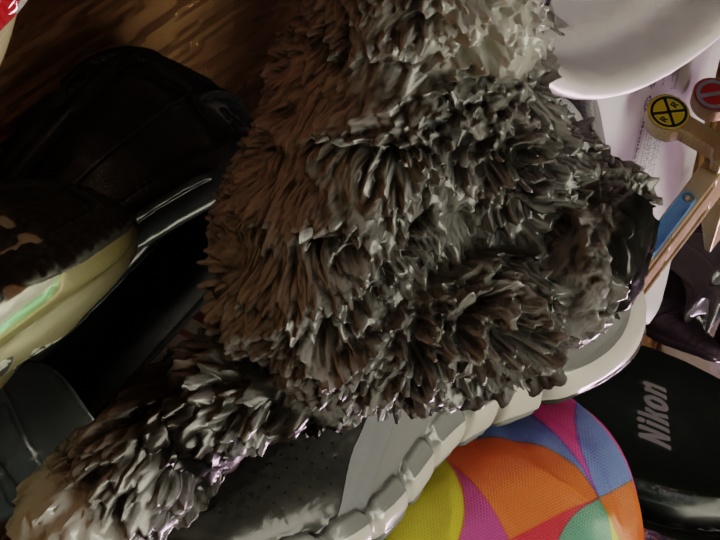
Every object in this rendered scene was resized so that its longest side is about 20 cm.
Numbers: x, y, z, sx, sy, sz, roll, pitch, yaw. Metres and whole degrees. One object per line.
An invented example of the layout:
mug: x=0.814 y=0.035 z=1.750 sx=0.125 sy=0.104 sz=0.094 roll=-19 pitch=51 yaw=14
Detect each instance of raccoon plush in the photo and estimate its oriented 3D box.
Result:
raccoon plush: x=-0.016 y=-0.021 z=0.645 sx=0.200 sy=0.097 sz=0.134 roll=-44 pitch=131 yaw=-14

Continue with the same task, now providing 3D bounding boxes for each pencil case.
pencil case: x=-0.007 y=0.099 z=0.798 sx=0.200 sy=0.088 sz=0.088 roll=-21 pitch=138 yaw=-31

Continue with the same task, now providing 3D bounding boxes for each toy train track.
toy train track: x=0.095 y=-0.023 z=0.934 sx=0.200 sy=0.033 sz=0.115 roll=-51 pitch=163 yaw=-28

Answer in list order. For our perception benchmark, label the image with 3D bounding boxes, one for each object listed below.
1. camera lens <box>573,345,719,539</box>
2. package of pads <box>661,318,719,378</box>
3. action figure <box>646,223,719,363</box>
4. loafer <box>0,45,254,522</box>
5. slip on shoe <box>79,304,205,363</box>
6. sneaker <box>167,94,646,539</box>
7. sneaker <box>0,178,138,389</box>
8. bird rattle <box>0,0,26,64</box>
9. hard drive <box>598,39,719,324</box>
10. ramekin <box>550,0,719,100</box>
camera lens: x=0.072 y=0.134 z=1.026 sx=0.160 sy=0.160 sz=0.200 roll=-16 pitch=133 yaw=-52
package of pads: x=0.197 y=0.033 z=1.224 sx=0.154 sy=0.068 sz=0.200 roll=-40 pitch=149 yaw=-27
action figure: x=0.171 y=-0.059 z=1.068 sx=0.130 sy=0.069 sz=0.200 roll=14 pitch=97 yaw=-43
loafer: x=-0.094 y=0.032 z=0.743 sx=0.201 sy=0.070 sz=0.068 roll=-52 pitch=152 yaw=-8
slip on shoe: x=-0.030 y=0.037 z=0.874 sx=0.074 sy=0.061 sz=0.200 roll=-19 pitch=156 yaw=29
sneaker: x=0.000 y=0.000 z=0.770 sx=0.200 sy=0.075 sz=0.116 roll=-31 pitch=126 yaw=-41
sneaker: x=-0.129 y=0.056 z=0.691 sx=0.200 sy=0.077 sz=0.089 roll=-40 pitch=131 yaw=-14
bird rattle: x=-0.121 y=-0.057 z=0.618 sx=0.200 sy=0.113 sz=0.163 roll=-42 pitch=164 yaw=-52
hard drive: x=0.065 y=-0.038 z=0.928 sx=0.200 sy=0.025 sz=0.132 roll=-10 pitch=115 yaw=-63
ramekin: x=0.062 y=-0.156 z=0.760 sx=0.200 sy=0.105 sz=0.200 roll=-38 pitch=147 yaw=-31
